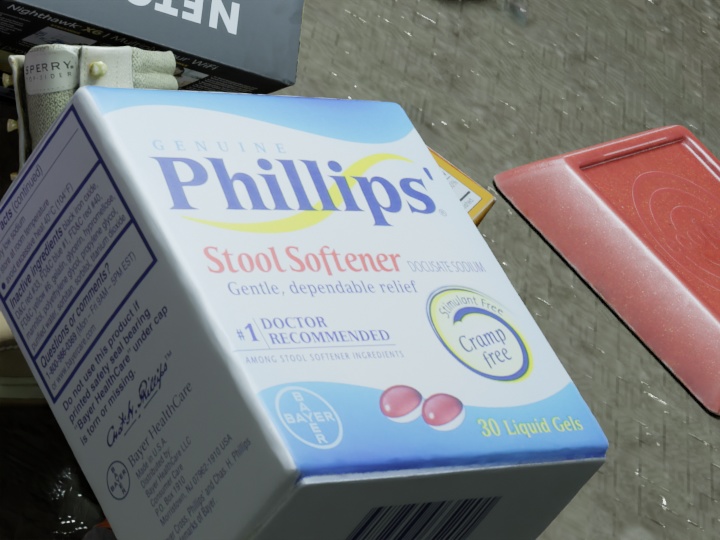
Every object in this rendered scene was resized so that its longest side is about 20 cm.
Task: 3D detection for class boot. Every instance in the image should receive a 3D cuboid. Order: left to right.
[{"bbox_3d":[-0.138,-0.022,1.196,0.072,0.156,0.200,0,8,30],"label":"boot"}]

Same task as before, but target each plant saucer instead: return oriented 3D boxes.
[{"bbox_3d":[0.204,-0.014,1.649,0.200,0.037,0.199,47,32,18],"label":"plant saucer"}]

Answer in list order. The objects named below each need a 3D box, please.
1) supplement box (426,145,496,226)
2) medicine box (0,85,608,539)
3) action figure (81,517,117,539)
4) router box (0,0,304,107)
[{"bbox_3d":[0.000,0.000,1.395,0.069,0.067,0.200,38,30,8],"label":"supplement box"},{"bbox_3d":[-0.029,0.031,1.110,0.182,0.103,0.201,-1,50,-44],"label":"medicine box"},{"bbox_3d":[-0.035,0.117,1.168,0.199,0.105,0.194,30,41,-5],"label":"action figure"},{"bbox_3d":[-0.152,-0.123,1.322,0.199,0.157,0.053,15,74,-33],"label":"router box"}]
